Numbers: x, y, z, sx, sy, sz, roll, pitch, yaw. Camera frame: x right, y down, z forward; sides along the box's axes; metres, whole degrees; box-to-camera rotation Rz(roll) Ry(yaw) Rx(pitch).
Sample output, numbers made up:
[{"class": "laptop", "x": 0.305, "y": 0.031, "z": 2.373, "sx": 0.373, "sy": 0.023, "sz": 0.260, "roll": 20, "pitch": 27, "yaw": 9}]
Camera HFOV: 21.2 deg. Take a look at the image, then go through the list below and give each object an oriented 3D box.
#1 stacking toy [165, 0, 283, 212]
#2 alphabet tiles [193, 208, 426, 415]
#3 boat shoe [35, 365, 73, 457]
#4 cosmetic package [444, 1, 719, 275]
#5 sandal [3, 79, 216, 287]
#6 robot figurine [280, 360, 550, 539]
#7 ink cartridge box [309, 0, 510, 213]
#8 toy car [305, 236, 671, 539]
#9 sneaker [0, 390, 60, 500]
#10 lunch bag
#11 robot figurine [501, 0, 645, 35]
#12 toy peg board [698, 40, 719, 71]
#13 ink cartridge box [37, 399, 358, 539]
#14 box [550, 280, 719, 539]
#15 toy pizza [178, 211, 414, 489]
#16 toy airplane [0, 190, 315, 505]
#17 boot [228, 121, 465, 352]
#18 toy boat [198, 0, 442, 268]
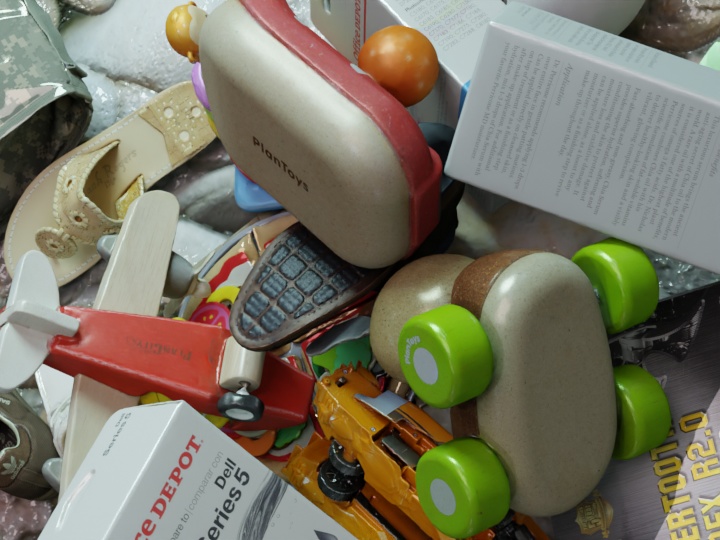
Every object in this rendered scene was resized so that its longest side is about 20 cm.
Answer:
[{"class": "stacking toy", "x": -0.076, "y": -0.130, "z": 1.316, "sx": 0.109, "sy": 0.200, "sz": 0.117, "roll": -11, "pitch": 65, "yaw": 22}, {"class": "alphabet tiles", "x": -0.040, "y": 0.045, "z": 1.355, "sx": 0.166, "sy": 0.006, "sz": 0.201, "roll": -38, "pitch": 62, "yaw": 10}, {"class": "boat shoe", "x": -0.186, "y": 0.111, "z": 1.366, "sx": 0.071, "sy": 0.069, "sz": 0.200, "roll": -43, "pitch": 60, "yaw": 11}, {"class": "cosmetic package", "x": 0.161, "y": -0.077, "z": 1.140, "sx": 0.199, "sy": 0.071, "sz": 0.102, "roll": 21, "pitch": 113, "yaw": 10}, {"class": "sandal", "x": -0.187, "y": -0.062, "z": 1.407, "sx": 0.211, "sy": 0.070, "sz": 0.078, "roll": -41, "pitch": 96, "yaw": 6}, {"class": "robot figurine", "x": 0.042, "y": 0.155, "z": 1.222, "sx": 0.200, "sy": 0.058, "sz": 0.145, "roll": 41, "pitch": 137, "yaw": 18}, {"class": "ink cartridge box", "x": 0.050, "y": -0.149, "z": 1.291, "sx": 0.068, "sy": 0.115, "sz": 0.200, "roll": -35, "pitch": 68, "yaw": -18}, {"class": "toy car", "x": 0.060, "y": 0.054, "z": 1.173, "sx": 0.199, "sy": 0.164, "sz": 0.159, "roll": 15, "pitch": 118, "yaw": 51}, {"class": "sneaker", "x": -0.295, "y": 0.095, "z": 1.418, "sx": 0.199, "sy": 0.075, "sz": 0.071, "roll": 32, "pitch": 89, "yaw": 29}, {"class": "lunch bag", "x": -0.301, "y": -0.125, "z": 1.468, "sx": 0.200, "sy": 0.117, "sz": 0.164, "roll": -41, "pitch": 62, "yaw": 13}, {"class": "robot figurine", "x": 0.111, "y": -0.232, "z": 1.309, "sx": 0.124, "sy": 0.151, "sz": 0.200, "roll": -33, "pitch": 59, "yaw": -19}, {"class": "toy peg board", "x": 0.325, "y": -0.132, "z": 1.190, "sx": 0.200, "sy": 0.098, "sz": 0.200, "roll": 37, "pitch": 91, "yaw": 29}, {"class": "ink cartridge box", "x": -0.091, "y": 0.195, "z": 1.170, "sx": 0.084, "sy": 0.200, "sz": 0.146, "roll": -13, "pitch": 42, "yaw": 53}, {"class": "box", "x": 0.193, "y": 0.122, "z": 1.199, "sx": 0.157, "sy": 0.048, "sz": 0.201, "roll": -18, "pitch": 67, "yaw": 18}, {"class": "toy pizza", "x": -0.049, "y": 0.051, "z": 1.335, "sx": 0.199, "sy": 0.032, "sz": 0.202, "roll": -8, "pitch": 71, "yaw": 23}, {"class": "toy airplane", "x": -0.157, "y": 0.067, "z": 1.286, "sx": 0.199, "sy": 0.141, "sz": 0.200, "roll": -32, "pitch": 75, "yaw": -21}, {"class": "boot", "x": 0.000, "y": 0.000, "z": 1.258, "sx": 0.200, "sy": 0.097, "sz": 0.075, "roll": -42, "pitch": 62, "yaw": -16}, {"class": "toy boat", "x": -0.007, "y": -0.107, "z": 1.194, "sx": 0.130, "sy": 0.131, "sz": 0.200, "roll": -36, "pitch": 61, "yaw": -23}]
